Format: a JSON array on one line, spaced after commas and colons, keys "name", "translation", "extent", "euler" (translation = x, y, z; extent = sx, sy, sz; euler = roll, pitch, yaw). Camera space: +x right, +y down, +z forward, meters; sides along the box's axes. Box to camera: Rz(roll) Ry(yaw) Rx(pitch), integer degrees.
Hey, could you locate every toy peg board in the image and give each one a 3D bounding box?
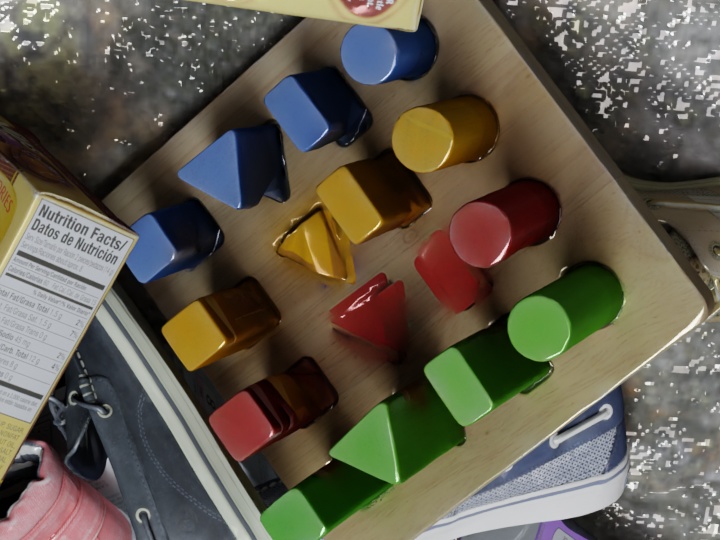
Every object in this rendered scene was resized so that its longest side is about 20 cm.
[{"name": "toy peg board", "translation": [0.000, 0.000, 0.877], "extent": [0.200, 0.098, 0.200], "euler": [-39, 84, 21]}]

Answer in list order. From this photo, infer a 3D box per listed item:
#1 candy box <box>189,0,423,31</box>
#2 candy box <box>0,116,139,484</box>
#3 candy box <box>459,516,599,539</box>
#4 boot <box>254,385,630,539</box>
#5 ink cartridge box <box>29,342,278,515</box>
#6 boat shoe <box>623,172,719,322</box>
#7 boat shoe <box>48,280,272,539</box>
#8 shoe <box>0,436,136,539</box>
[{"name": "candy box", "translation": [-0.072, -0.151, 0.822], "extent": [0.198, 0.116, 0.056], "euler": [8, 123, -5]}, {"name": "candy box", "translation": [-0.182, 0.039, 0.902], "extent": [0.056, 0.117, 0.201], "euler": [25, 98, -39]}, {"name": "candy box", "translation": [0.114, 0.236, 1.028], "extent": [0.199, 0.169, 0.071], "euler": [37, 147, -22]}, {"name": "boot", "translation": [0.026, 0.074, 0.983], "extent": [0.198, 0.073, 0.091], "euler": [-14, 117, -15]}, {"name": "ink cartridge box", "translation": [-0.109, 0.131, 1.054], "extent": [0.161, 0.057, 0.200], "euler": [-23, 140, 14]}, {"name": "boat shoe", "translation": [0.140, -0.003, 0.944], "extent": [0.198, 0.065, 0.073], "euler": [12, 122, -7]}, {"name": "boat shoe", "translation": [-0.104, 0.058, 0.924], "extent": [0.062, 0.201, 0.075], "euler": [-34, 162, 0]}, {"name": "shoe", "translation": [-0.198, 0.146, 0.968], "extent": [0.199, 0.072, 0.091], "euler": [-29, 132, 8]}]
